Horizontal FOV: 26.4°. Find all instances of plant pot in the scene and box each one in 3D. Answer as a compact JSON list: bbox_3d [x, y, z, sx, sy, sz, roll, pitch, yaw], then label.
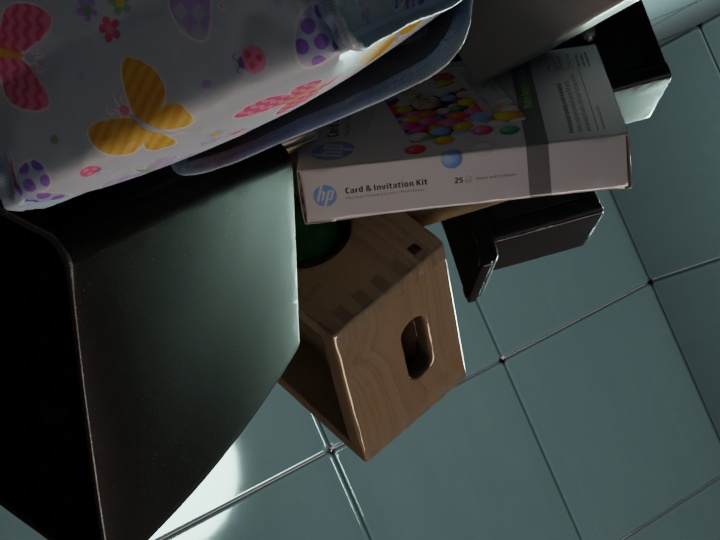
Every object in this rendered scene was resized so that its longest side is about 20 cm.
[{"bbox_3d":[-0.140,0.003,0.822,0.199,0.201,0.177,26,-139,36],"label":"plant pot"}]

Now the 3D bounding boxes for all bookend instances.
[{"bbox_3d":[0.143,-0.106,1.108,0.197,0.202,0.092,-14,164,-7],"label":"bookend"}]

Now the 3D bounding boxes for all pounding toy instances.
[{"bbox_3d":[0.000,0.000,1.052,0.142,0.184,0.201,-39,145,-19],"label":"pounding toy"}]

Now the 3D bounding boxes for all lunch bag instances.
[{"bbox_3d":[-0.049,-0.113,0.627,0.168,0.128,0.200,-22,-172,24],"label":"lunch bag"}]

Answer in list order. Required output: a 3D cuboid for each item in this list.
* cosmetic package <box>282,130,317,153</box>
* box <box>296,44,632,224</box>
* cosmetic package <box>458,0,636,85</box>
[{"bbox_3d":[-0.133,-0.084,0.956,0.199,0.106,0.071,-27,180,39],"label":"cosmetic package"},{"bbox_3d":[0.062,-0.090,0.975,0.198,0.042,0.156,-7,-153,5],"label":"box"},{"bbox_3d":[0.129,-0.202,0.922,0.084,0.108,0.199,-28,-176,-35],"label":"cosmetic package"}]
